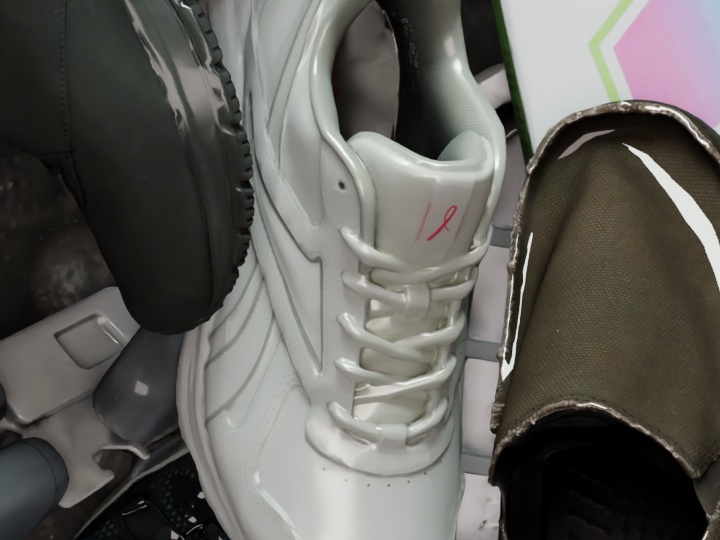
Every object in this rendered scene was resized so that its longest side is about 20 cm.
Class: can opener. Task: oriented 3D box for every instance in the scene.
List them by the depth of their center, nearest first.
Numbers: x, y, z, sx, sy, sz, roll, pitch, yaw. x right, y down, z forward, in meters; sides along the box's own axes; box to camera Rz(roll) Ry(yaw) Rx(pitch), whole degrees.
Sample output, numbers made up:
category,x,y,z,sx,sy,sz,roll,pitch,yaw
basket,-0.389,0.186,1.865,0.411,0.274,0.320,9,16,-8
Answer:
category,x,y,z,sx,sy,sz,roll,pitch,yaw
can opener,-0.099,0.042,0.788,0.053,0.200,0.067,47,126,10

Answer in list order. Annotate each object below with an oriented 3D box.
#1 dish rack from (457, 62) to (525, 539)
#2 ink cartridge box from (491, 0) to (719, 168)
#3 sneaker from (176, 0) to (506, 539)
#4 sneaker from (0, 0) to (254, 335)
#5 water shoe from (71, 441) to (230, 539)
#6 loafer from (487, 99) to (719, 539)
category,x,y,z,sx,sy,sz,roll,pitch,yaw
dish rack,0.108,0.034,0.854,0.199,0.044,0.173,10,95,0
ink cartridge box,0.100,-0.025,0.797,0.103,0.059,0.201,-12,95,1
sneaker,0.000,0.000,0.775,0.078,0.099,0.201,-5,88,-27
sneaker,-0.089,-0.070,0.739,0.090,0.076,0.201,-24,111,-13
water shoe,-0.081,0.124,0.847,0.200,0.079,0.072,-44,94,4
loafer,0.067,0.039,0.701,0.073,0.071,0.201,-8,62,15
